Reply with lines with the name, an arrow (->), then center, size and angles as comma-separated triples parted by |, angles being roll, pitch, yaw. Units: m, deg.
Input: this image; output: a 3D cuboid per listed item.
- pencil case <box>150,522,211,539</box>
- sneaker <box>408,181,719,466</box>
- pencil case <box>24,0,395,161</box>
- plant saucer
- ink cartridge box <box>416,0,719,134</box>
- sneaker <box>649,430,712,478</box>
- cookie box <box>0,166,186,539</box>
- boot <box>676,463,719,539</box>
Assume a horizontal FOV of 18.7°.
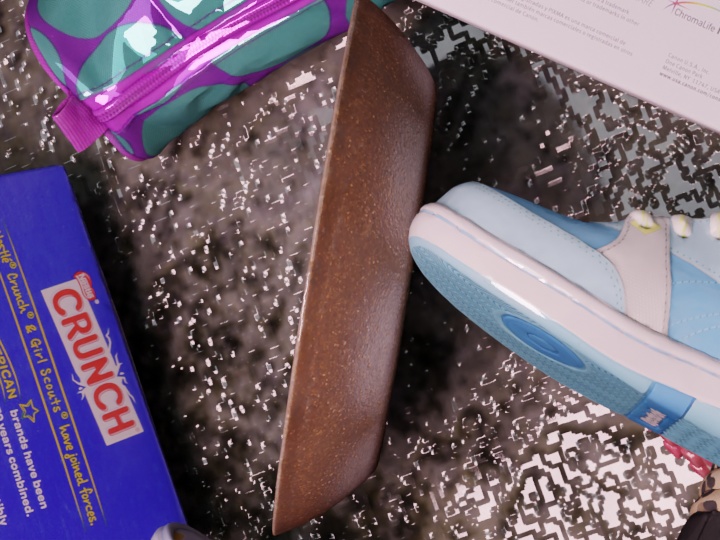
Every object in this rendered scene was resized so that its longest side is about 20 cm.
pencil case -> -0.098, 0.190, 0.813 | 0.083, 0.091, 0.200 | 38, 91, 7
sneaker -> 0.125, -0.008, 0.727 | 0.200, 0.080, 0.131 | 28, 81, -3
pencil case -> -0.032, -0.122, 0.861 | 0.200, 0.092, 0.085 | -29, 123, 18
plant saucer -> 0.000, 0.000, 0.800 | 0.037, 0.200, 0.201 | 9, 92, -1
ink cartridge box -> 0.116, -0.148, 0.769 | 0.200, 0.084, 0.176 | 23, 97, -13
sneaker -> 0.184, 0.054, 0.798 | 0.200, 0.081, 0.075 | 22, 67, 18
cookie box -> -0.185, 0.064, 0.843 | 0.075, 0.200, 0.171 | -29, 78, 49
boot -> 0.150, 0.171, 0.786 | 0.073, 0.200, 0.151 | -1, 50, 51
